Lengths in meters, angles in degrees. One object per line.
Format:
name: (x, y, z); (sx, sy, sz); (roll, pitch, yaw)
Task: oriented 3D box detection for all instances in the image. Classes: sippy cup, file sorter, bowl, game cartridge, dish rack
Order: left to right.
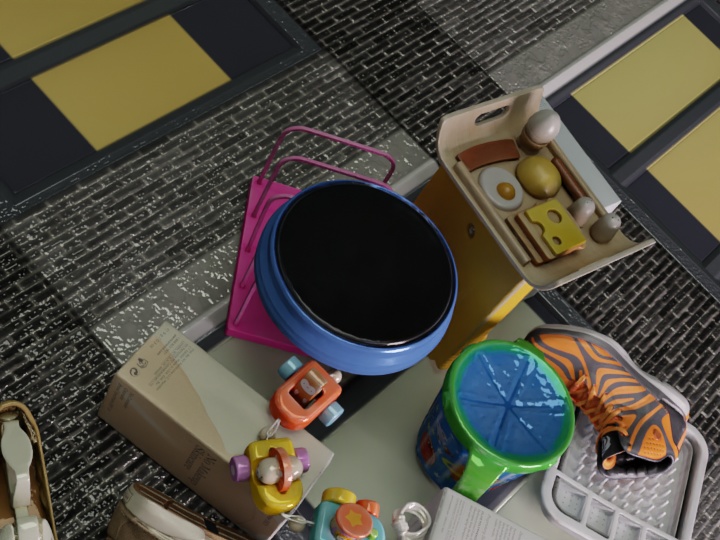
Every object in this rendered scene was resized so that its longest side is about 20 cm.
file sorter: (-0.044, -0.030, 1.260); (0.139, 0.125, 0.200); (16, 53, -14)
bowl: (0.000, 0.000, 1.156); (0.200, 0.039, 0.201); (11, 55, -17)
game cartridge: (0.104, -0.016, 1.271); (0.032, 0.200, 0.177); (-3, 61, -28)
sippy cup: (0.122, 0.157, 1.210); (0.177, 0.130, 0.140); (-18, 68, -33)
dish rack: (0.275, 0.219, 1.295); (0.171, 0.044, 0.200); (30, 51, -3)

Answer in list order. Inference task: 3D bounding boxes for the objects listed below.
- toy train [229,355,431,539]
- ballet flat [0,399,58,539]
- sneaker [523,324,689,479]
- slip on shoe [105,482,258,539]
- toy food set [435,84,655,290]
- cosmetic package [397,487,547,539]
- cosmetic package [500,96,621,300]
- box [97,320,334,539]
toy train: (-0.024, 0.167, 1.065); (0.150, 0.056, 0.200); (-33, 77, -34)
ballet flat: (-0.291, 0.202, 1.031); (0.068, 0.063, 0.200); (-5, 61, -27)
sneaker: (0.249, 0.140, 1.261); (0.200, 0.078, 0.112); (29, 50, -4)
slip on shoe: (-0.128, 0.259, 1.074); (0.200, 0.076, 0.061); (30, 87, -13)
toy food set: (0.180, -0.083, 1.184); (0.143, 0.060, 0.200); (-22, 70, -35)
cosmetic package: (0.133, 0.298, 1.137); (0.200, 0.108, 0.085); (28, 50, -7)
cosmetic package: (0.178, -0.073, 1.344); (0.052, 0.200, 0.151); (-20, 69, -33)
box: (-0.133, 0.150, 1.121); (0.200, 0.095, 0.078); (37, 52, 4)
